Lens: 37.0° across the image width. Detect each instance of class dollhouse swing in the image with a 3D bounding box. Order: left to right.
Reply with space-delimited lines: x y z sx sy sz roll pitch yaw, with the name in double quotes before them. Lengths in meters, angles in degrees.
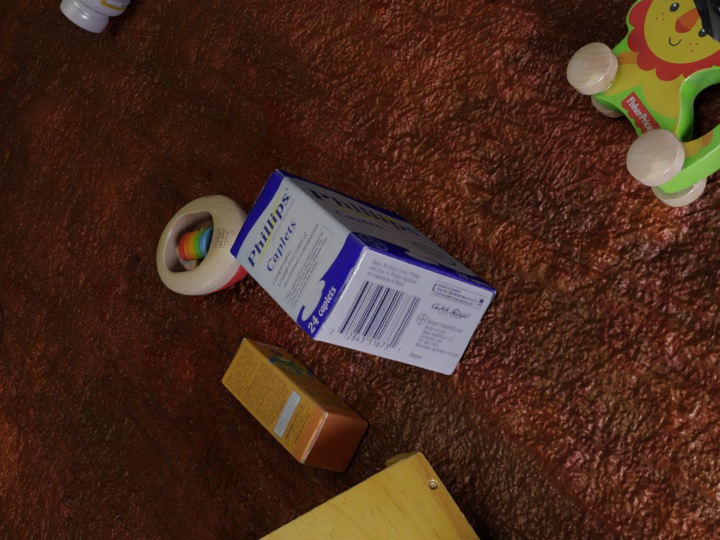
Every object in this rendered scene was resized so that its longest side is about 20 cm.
"dollhouse swing" -0.014 0.286 1.011 0.182 0.200 0.176 55 156 23

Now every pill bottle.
"pill bottle" -0.440 -0.522 1.883 0.200 0.112 0.113 -50 43 22

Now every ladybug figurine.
"ladybug figurine" -0.195 -0.029 1.421 0.200 0.072 0.136 -1 74 50

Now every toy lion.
"toy lion" 0.291 -0.184 0.937 0.192 0.069 0.200 -40 47 22

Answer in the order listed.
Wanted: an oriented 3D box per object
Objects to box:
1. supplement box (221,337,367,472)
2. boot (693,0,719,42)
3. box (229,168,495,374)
"supplement box" -0.078 0.148 1.215 0.200 0.066 0.069 31 99 50
"boot" 0.330 -0.140 0.753 0.066 0.200 0.165 -50 43 23
"box" 0.000 0.000 1.092 0.200 0.184 0.105 41 107 49
